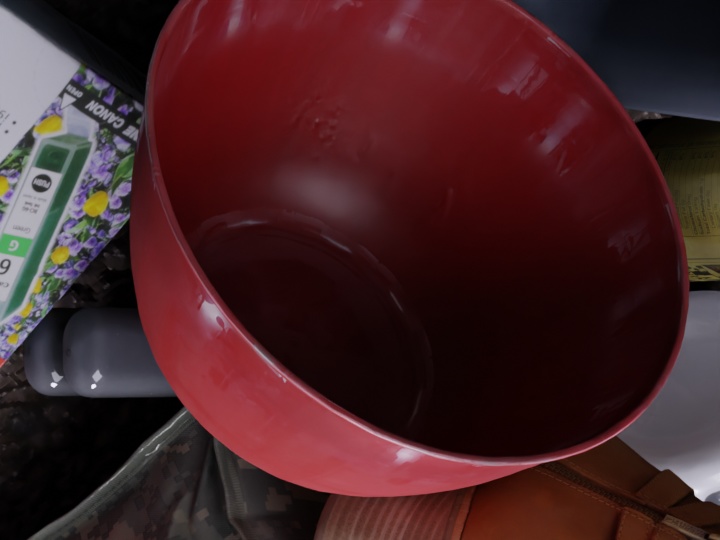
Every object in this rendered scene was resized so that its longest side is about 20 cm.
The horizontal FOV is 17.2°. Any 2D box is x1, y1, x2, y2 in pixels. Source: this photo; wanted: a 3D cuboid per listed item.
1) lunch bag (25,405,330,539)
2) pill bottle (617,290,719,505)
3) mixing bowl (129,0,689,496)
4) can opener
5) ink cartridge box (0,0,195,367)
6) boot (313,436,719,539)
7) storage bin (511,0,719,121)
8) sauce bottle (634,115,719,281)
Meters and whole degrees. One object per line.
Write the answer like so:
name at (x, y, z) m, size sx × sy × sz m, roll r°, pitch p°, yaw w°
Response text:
lunch bag at (-0.061, 0.153, 0.938) m, size 0.200 × 0.118 × 0.164 m, roll -39°, pitch 148°, yaw 26°
pill bottle at (0.163, 0.113, 1.047) m, size 0.112 × 0.112 × 0.200 m, roll -30°, pitch 131°, yaw -6°
mixing bowl at (0.000, 0.000, 0.804) m, size 0.199 × 0.201 × 0.108 m, roll 3°, pitch 147°, yaw -29°
can opener at (-0.034, 0.014, 0.909) m, size 0.199 × 0.053 × 0.067 m, roll 2°, pitch 88°, yaw -40°
ink cartridge box at (-0.164, -0.007, 0.834) m, size 0.200 × 0.050 × 0.109 m, roll -48°, pitch 131°, yaw 9°
boot at (0.089, 0.077, 0.870) m, size 0.200 × 0.155 × 0.077 m, roll -45°, pitch 146°, yaw -57°
storage bin at (0.107, -0.169, 0.798) m, size 0.135 × 0.145 × 0.200 m, roll -57°, pitch 137°, yaw -26°
sauce bottle at (0.127, -0.028, 0.881) m, size 0.066 × 0.200 × 0.066 m, roll 0°, pitch 90°, yaw -29°
